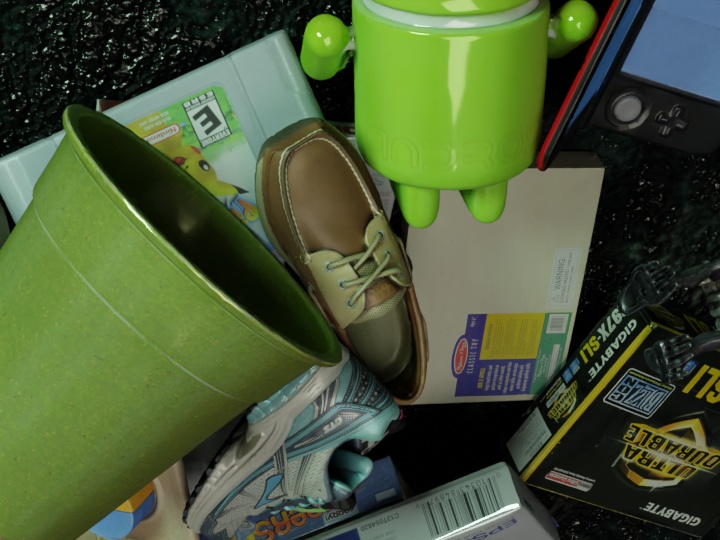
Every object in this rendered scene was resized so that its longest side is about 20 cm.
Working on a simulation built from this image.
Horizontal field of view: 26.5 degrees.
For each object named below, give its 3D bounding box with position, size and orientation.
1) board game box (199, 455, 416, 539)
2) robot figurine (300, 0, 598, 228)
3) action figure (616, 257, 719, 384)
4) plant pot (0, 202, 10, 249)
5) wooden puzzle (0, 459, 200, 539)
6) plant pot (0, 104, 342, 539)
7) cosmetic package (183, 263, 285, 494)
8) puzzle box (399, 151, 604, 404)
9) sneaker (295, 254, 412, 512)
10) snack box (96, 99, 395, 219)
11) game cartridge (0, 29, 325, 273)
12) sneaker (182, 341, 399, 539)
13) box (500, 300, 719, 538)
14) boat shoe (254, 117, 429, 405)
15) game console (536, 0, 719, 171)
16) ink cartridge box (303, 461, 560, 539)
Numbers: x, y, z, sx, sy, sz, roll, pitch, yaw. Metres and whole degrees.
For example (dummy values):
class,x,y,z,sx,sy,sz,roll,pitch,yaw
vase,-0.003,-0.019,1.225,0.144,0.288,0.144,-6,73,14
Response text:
class,x,y,z,sx,sy,sz,roll,pitch,yaw
board game box,-0.053,0.205,1.135,0.199,0.035,0.135,-22,154,4
robot figurine,0.053,-0.128,0.911,0.174,0.116,0.201,-5,120,-6
action figure,0.278,0.016,1.036,0.199,0.102,0.119,-16,92,-30
plant pot,-0.285,-0.005,0.900,0.134,0.200,0.201,1,126,-35
wooden puzzle,-0.196,0.174,1.041,0.184,0.046,0.201,6,116,26
plant pot,-0.146,0.046,0.836,0.190,0.200,0.200,-46,121,7
cosmetic package,-0.113,0.070,1.044,0.101,0.074,0.201,2,122,-12
puzzle box,0.089,0.008,1.071,0.132,0.025,0.201,-1,124,-11
sneaker,-0.003,0.074,1.045,0.083,0.077,0.201,19,105,-5
snack box,-0.073,-0.065,0.988,0.199,0.024,0.072,4,123,-14
game cartridge,-0.108,-0.047,0.935,0.199,0.040,0.134,-27,105,-10
sneaker,-0.044,0.123,0.951,0.086,0.078,0.200,35,134,0
box,0.228,0.112,1.140,0.199,0.049,0.160,21,115,-33
boat shoe,0.000,0.000,0.922,0.076,0.074,0.201,-33,129,-14
game console,0.206,-0.148,0.931,0.172,0.119,0.201,14,121,-19
ink cartridge box,0.045,0.216,1.132,0.199,0.041,0.200,-23,154,10
